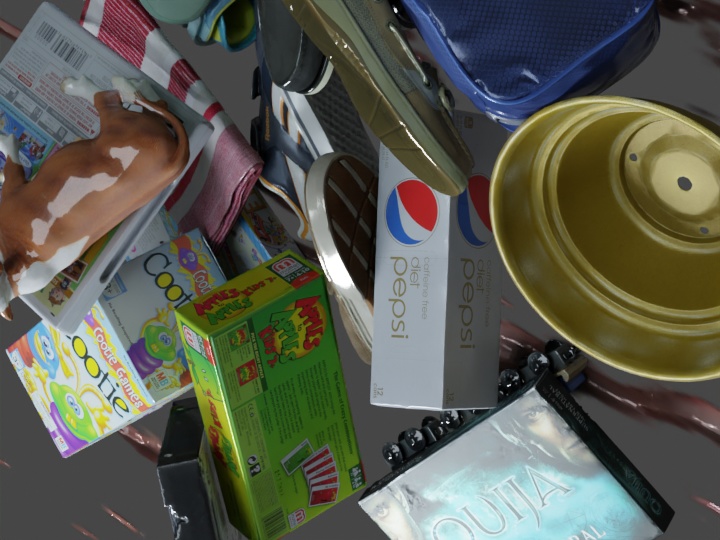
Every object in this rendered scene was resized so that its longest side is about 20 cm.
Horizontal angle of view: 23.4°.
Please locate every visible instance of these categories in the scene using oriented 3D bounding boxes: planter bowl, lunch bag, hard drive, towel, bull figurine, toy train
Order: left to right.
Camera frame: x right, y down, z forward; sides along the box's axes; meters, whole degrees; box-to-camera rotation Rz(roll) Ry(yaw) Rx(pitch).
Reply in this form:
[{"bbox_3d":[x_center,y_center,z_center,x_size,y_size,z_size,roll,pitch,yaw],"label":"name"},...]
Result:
[{"bbox_3d":[-0.206,-0.055,1.199,0.200,0.065,0.122,-32,57,8],"label":"bull figurine"},{"bbox_3d":[-0.152,-0.115,1.296,0.200,0.023,0.144,52,147,13],"label":"towel"},{"bbox_3d":[-0.121,0.186,1.346,0.038,0.200,0.140,-11,99,-1],"label":"hard drive"},{"bbox_3d":[0.089,0.105,1.241,0.200,0.034,0.046,-36,85,41],"label":"toy train"},{"bbox_3d":[0.088,-0.190,1.068,0.136,0.132,0.200,-33,80,4],"label":"lunch bag"},{"bbox_3d":[0.186,-0.036,1.069,0.200,0.083,0.201,21,133,25],"label":"planter bowl"}]

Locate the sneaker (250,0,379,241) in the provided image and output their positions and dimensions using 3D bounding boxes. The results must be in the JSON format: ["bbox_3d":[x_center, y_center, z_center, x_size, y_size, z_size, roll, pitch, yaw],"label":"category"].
[{"bbox_3d":[-0.046,-0.112,1.249,0.079,0.078,0.200,-16,96,35],"label":"sneaker"}]

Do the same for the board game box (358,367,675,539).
[{"bbox_3d":[0.105,0.168,1.231,0.135,0.028,0.200,48,130,-4],"label":"board game box"}]

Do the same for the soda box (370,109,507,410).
[{"bbox_3d":[0.053,-0.007,1.177,0.064,0.068,0.201,1,88,39],"label":"soda box"}]

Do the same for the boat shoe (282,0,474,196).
[{"bbox_3d":[0.017,-0.139,1.102,0.201,0.063,0.073,53,168,-4],"label":"boat shoe"}]

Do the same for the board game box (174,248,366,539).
[{"bbox_3d":[-0.063,0.096,1.275,0.048,0.101,0.200,31,141,46],"label":"board game box"}]

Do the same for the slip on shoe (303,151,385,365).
[{"bbox_3d":[0.000,0.000,1.214,0.060,0.076,0.200,5,142,37],"label":"slip on shoe"}]

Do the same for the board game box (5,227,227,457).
[{"bbox_3d":[-0.180,0.060,1.346,0.105,0.103,0.200,61,146,2],"label":"board game box"}]

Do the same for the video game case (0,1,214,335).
[{"bbox_3d":[-0.221,-0.078,1.271,0.200,0.022,0.182,37,93,33],"label":"video game case"}]

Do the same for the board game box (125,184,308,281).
[{"bbox_3d":[-0.128,-0.026,1.372,0.134,0.034,0.200,-43,77,39],"label":"board game box"}]

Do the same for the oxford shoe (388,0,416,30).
[{"bbox_3d":[-0.004,-0.249,1.180,0.084,0.073,0.200,-28,76,45],"label":"oxford shoe"}]

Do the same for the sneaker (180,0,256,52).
[{"bbox_3d":[-0.143,-0.210,1.294,0.200,0.079,0.131,-20,90,42],"label":"sneaker"}]

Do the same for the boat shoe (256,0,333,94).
[{"bbox_3d":[-0.054,-0.215,1.146,0.074,0.063,0.202,10,107,46],"label":"boat shoe"}]

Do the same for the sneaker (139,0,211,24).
[{"bbox_3d":[-0.123,-0.204,1.135,0.201,0.074,0.118,103,168,-55],"label":"sneaker"}]
